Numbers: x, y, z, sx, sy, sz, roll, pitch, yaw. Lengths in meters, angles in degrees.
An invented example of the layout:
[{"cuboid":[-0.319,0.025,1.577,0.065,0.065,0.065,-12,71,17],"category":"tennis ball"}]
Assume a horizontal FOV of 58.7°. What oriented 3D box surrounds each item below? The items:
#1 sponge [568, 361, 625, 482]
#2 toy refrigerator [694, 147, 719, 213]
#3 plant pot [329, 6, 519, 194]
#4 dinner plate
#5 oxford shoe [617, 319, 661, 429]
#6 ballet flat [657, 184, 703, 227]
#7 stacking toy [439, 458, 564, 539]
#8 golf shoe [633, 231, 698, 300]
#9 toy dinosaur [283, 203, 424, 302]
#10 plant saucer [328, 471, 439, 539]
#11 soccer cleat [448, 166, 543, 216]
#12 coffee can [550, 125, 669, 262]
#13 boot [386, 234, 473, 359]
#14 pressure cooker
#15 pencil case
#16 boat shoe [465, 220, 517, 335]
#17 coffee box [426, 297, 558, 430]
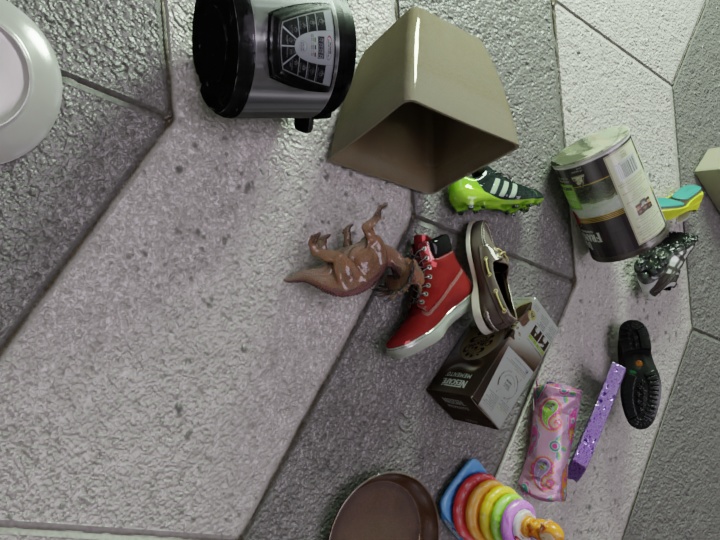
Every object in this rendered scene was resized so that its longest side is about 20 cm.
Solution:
[{"cuboid":[0.425,0.276,1.158,0.201,0.030,0.112,-57,157,-21],"category":"sponge"},{"cuboid":[0.850,-0.183,1.466,0.200,0.070,0.076,46,73,-21],"category":"toy refrigerator"},{"cuboid":[0.089,-0.248,0.924,0.198,0.199,0.180,13,70,-31],"category":"plant pot"},{"cuboid":[-0.428,-0.213,0.688,0.198,0.024,0.204,1,88,-31],"category":"dinner plate"},{"cuboid":[0.534,0.204,1.232,0.084,0.072,0.203,48,45,-66],"category":"oxford shoe"},{"cuboid":[0.658,-0.127,1.348,0.198,0.067,0.068,-19,119,-33],"category":"ballet flat"},{"cuboid":[0.225,0.375,0.964,0.110,0.199,0.117,-46,111,-25],"category":"stacking toy"},{"cuboid":[0.630,-0.013,1.325,0.199,0.077,0.096,-30,120,-28],"category":"golf shoe"},{"cuboid":[0.000,0.000,0.886,0.198,0.086,0.137,-24,88,-16],"category":"toy dinosaur"},{"cuboid":[0.030,0.396,0.939,0.198,0.034,0.204,2,86,-31],"category":"plant saucer"},{"cuboid":[0.231,-0.138,1.077,0.198,0.067,0.082,-2,76,-32],"category":"soccer cleat"},{"cuboid":[0.454,-0.139,1.167,0.146,0.146,0.202,-37,106,-28],"category":"coffee can"},{"cuboid":[0.087,0.030,0.975,0.199,0.072,0.146,-37,107,-36],"category":"boot"},{"cuboid":[-0.096,-0.285,0.812,0.198,0.176,0.181,-8,68,-33],"category":"pressure cooker"},{"cuboid":[0.327,0.293,1.105,0.087,0.087,0.203,18,78,-30],"category":"pencil case"},{"cuboid":[0.209,0.002,1.018,0.072,0.059,0.202,36,44,-42],"category":"boat shoe"},{"cuboid":[0.211,0.142,1.019,0.080,0.113,0.201,48,65,-21],"category":"coffee box"}]
